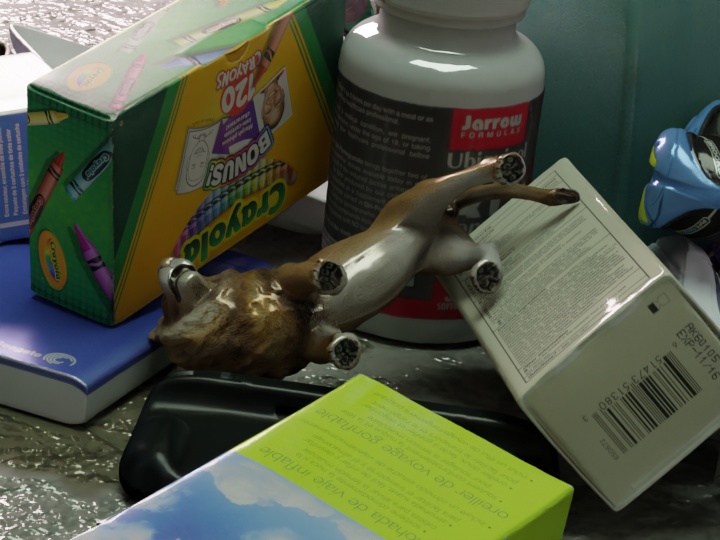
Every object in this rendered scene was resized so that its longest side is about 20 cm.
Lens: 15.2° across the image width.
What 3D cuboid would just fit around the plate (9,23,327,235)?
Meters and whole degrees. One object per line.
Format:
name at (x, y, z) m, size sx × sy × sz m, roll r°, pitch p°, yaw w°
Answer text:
plate at (-0.098, -0.074, 1.568) m, size 0.199 × 0.032 × 0.200 m, roll 17°, pitch 15°, yaw -28°

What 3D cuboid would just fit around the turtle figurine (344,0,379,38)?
turtle figurine at (0.038, -0.118, 1.587) m, size 0.149 × 0.200 × 0.101 m, roll -19°, pitch 54°, yaw 1°

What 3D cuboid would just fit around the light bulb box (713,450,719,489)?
light bulb box at (0.290, 0.028, 1.239) m, size 0.199 × 0.199 × 0.125 m, roll -6°, pitch 27°, yaw -26°

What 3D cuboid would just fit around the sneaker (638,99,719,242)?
sneaker at (0.202, -0.045, 1.437) m, size 0.082 × 0.071 × 0.200 m, roll 18°, pitch 12°, yaw 13°

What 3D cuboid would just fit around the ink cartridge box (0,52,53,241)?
ink cartridge box at (-0.254, -0.059, 1.452) m, size 0.199 × 0.077 × 0.136 m, roll -8°, pitch 18°, yaw -19°

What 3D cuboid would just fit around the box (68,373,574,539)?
box at (-0.017, 0.116, 1.103) m, size 0.122 × 0.048 × 0.200 m, roll 27°, pitch 34°, yaw 28°

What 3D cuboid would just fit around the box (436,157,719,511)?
box at (0.109, 0.025, 1.294) m, size 0.078 × 0.095 × 0.200 m, roll 48°, pitch 6°, yaw -19°

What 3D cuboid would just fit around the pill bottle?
pill bottle at (0.039, -0.072, 1.425) m, size 0.110 × 0.201 × 0.111 m, roll 5°, pitch 22°, yaw -2°

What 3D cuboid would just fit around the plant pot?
plant pot at (0.129, -0.099, 1.523) m, size 0.141 × 0.201 × 0.141 m, roll 19°, pitch 24°, yaw 31°

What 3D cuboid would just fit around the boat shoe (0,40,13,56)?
boat shoe at (-0.276, -0.091, 1.583) m, size 0.072 × 0.060 × 0.200 m, roll 21°, pitch 25°, yaw 32°

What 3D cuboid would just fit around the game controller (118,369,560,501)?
game controller at (-0.008, 0.089, 1.238) m, size 0.199 × 0.042 × 0.104 m, roll 8°, pitch 35°, yaw 6°

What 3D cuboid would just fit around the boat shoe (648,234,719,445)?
boat shoe at (0.168, 0.042, 1.375) m, size 0.062 × 0.072 × 0.200 m, roll 43°, pitch 14°, yaw -16°

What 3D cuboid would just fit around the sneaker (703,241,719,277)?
sneaker at (0.222, 0.008, 1.474) m, size 0.083 × 0.081 × 0.200 m, roll -1°, pitch 10°, yaw 12°

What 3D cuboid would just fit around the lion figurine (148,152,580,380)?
lion figurine at (0.000, 0.000, 1.316) m, size 0.199 × 0.073 × 0.122 m, roll -21°, pitch 8°, yaw -23°

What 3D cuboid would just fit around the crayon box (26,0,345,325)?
crayon box at (-0.087, -0.071, 1.381) m, size 0.058 × 0.119 × 0.200 m, roll 22°, pitch 37°, yaw 27°

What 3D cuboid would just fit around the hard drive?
hard drive at (-0.148, 0.019, 1.382) m, size 0.131 × 0.025 × 0.200 m, roll 15°, pitch 22°, yaw 20°
